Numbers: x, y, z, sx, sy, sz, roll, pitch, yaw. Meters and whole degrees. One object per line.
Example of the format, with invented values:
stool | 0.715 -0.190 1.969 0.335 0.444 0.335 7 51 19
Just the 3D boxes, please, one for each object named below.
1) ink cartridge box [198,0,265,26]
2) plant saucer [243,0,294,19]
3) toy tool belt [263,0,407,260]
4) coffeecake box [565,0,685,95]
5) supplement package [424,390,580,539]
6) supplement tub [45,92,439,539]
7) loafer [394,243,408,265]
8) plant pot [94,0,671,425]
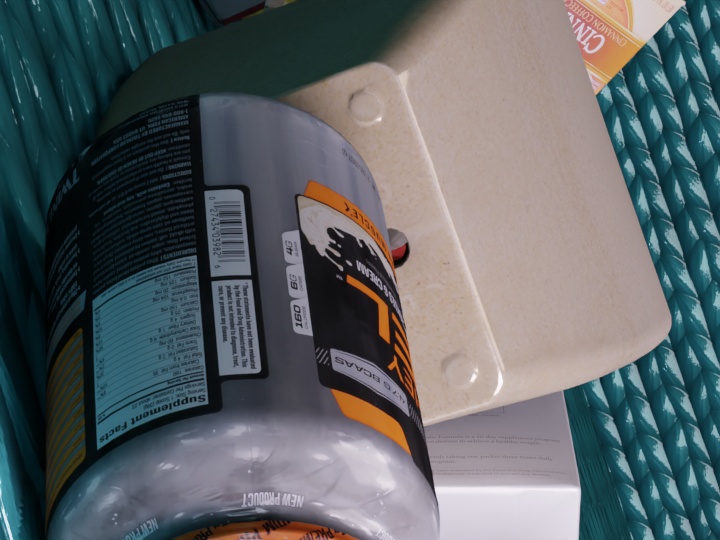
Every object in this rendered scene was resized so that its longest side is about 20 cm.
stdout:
ink cartridge box | -0.044 -0.257 1.157 0.201 0.145 0.083 -100 163 -45
plant saucer | -0.058 -0.198 1.329 0.200 0.031 0.201 -18 90 -81
toy tool belt | -0.017 -0.069 1.032 0.200 0.124 0.124 20 60 -79
coffeecake box | 0.069 -0.136 1.177 0.153 0.200 0.073 25 25 -47
supplement package | 0.048 0.104 1.011 0.200 0.109 0.115 -89 180 -64
supplement tub | -0.041 0.048 0.639 0.201 0.122 0.123 -99 167 -45
loafer | 0.052 0.059 1.305 0.075 0.069 0.202 -10 86 -81
plant pot | -0.002 -0.015 0.825 0.177 0.199 0.201 -41 112 -70
